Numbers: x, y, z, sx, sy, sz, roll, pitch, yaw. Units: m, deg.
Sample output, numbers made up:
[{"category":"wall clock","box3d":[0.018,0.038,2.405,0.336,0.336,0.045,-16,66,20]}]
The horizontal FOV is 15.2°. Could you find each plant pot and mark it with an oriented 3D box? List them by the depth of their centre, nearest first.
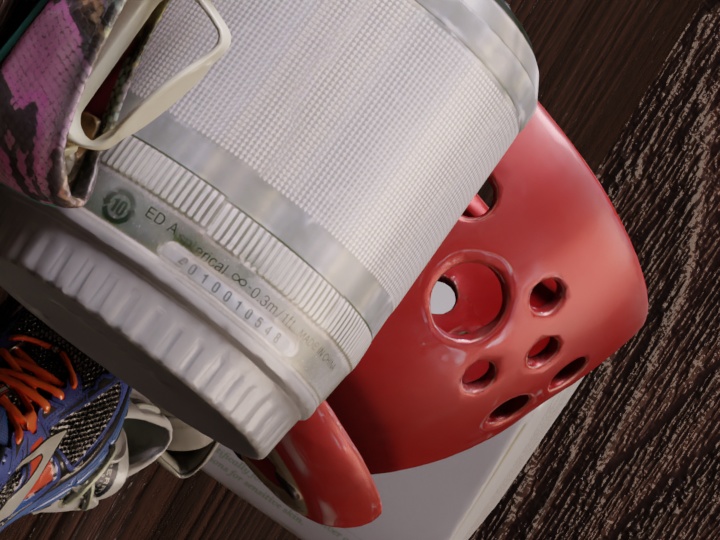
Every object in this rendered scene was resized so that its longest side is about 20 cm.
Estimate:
[{"category":"plant pot","box3d":[0.000,0.000,1.227,0.182,0.200,0.200,-37,169,-9]}]

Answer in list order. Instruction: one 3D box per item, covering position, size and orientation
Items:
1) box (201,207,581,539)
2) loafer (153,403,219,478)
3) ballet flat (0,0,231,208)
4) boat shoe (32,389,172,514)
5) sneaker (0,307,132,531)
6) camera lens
[{"category":"box","box3d":[0.025,0.067,1.765,0.200,0.199,0.171,-61,170,31]},{"category":"loafer","box3d":[-0.093,0.061,1.459,0.200,0.070,0.070,97,-17,-72]},{"category":"ballet flat","box3d":[-0.068,-0.109,0.958,0.200,0.071,0.069,-58,167,10]},{"category":"boat shoe","box3d":[-0.141,0.082,1.313,0.074,0.067,0.200,-59,172,20]},{"category":"sneaker","box3d":[-0.160,0.074,1.158,0.200,0.075,0.078,-53,169,-30]},{"category":"camera lens","box3d":[-0.039,-0.048,1.060,0.200,0.160,0.160,-55,172,-11]}]
